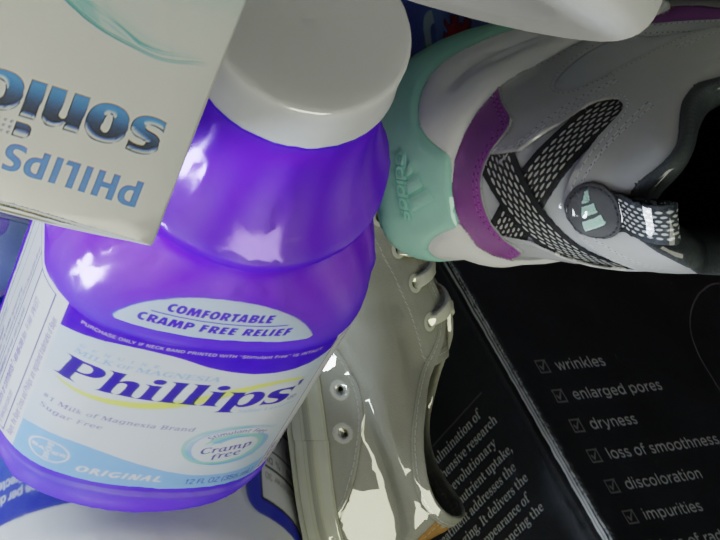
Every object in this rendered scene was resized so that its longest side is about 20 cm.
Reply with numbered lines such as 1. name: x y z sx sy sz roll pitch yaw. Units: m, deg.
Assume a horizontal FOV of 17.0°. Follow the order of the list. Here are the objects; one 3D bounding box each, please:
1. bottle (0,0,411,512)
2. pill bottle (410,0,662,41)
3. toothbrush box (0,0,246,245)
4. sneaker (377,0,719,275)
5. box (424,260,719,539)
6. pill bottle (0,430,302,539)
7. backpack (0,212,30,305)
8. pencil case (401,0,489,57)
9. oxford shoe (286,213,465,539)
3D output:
1. bottle: -0.039 -0.006 0.593 0.083 0.066 0.200 6 150 -16
2. pill bottle: 0.042 -0.162 0.547 0.112 0.112 0.201 18 90 -40
3. toothbrush box: -0.071 -0.126 0.516 0.085 0.146 0.201 15 102 -33
4. sneaker: 0.113 -0.044 0.664 0.200 0.140 0.078 -34 124 -41
5. box: 0.103 0.085 0.879 0.199 0.197 0.124 -3 145 -42
6. pill bottle: -0.076 0.073 0.796 0.112 0.201 0.112 -2 147 -2
7. backpack: -0.187 -0.026 0.679 0.200 0.151 0.177 -36 148 33
8. pencil case: 0.015 -0.067 0.714 0.078 0.087 0.200 -10 -176 41
9. oxford shoe: 0.000 0.000 0.781 0.057 0.201 0.075 -7 -173 8
